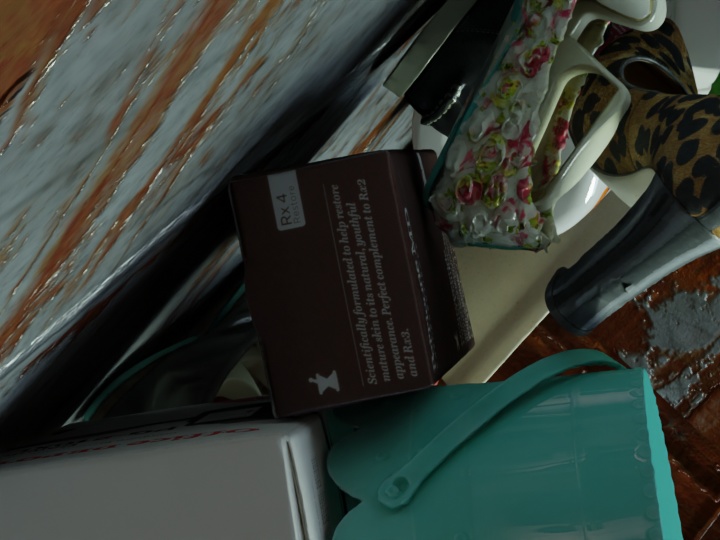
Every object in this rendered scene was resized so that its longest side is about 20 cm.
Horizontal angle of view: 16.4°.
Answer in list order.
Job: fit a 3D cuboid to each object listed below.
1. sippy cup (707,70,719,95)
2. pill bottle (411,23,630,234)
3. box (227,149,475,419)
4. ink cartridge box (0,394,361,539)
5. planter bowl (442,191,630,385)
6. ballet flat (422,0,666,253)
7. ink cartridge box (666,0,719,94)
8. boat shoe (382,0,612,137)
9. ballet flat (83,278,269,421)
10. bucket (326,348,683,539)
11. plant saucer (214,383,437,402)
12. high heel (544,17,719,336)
[{"bbox_3d":[0.247,-0.123,1.136,0.130,0.177,0.141,-17,108,-63],"label":"sippy cup"},{"bbox_3d":[0.118,-0.104,1.380,0.113,0.113,0.200,-50,175,37],"label":"pill bottle"},{"bbox_3d":[0.000,0.000,1.092,0.074,0.101,0.200,-11,-178,9],"label":"box"},{"bbox_3d":[-0.077,0.106,1.070,0.144,0.085,0.200,-9,-178,8],"label":"ink cartridge box"},{"bbox_3d":[0.085,-0.031,1.601,0.200,0.135,0.200,-47,177,-3],"label":"planter bowl"},{"bbox_3d":[0.092,-0.097,1.057,0.076,0.064,0.201,7,106,-67],"label":"ballet flat"},{"bbox_3d":[0.192,-0.189,1.273,0.116,0.067,0.201,90,8,-85],"label":"ink cartridge box"},{"bbox_3d":[0.093,-0.134,1.155,0.200,0.068,0.072,-50,177,-24],"label":"boat shoe"},{"bbox_3d":[-0.066,0.053,1.262,0.068,0.068,0.200,-51,175,40],"label":"ballet flat"},{"bbox_3d":[0.072,0.137,1.074,0.134,0.208,0.207,-9,-178,8],"label":"bucket"},{"bbox_3d":[-0.062,0.097,1.309,0.199,0.037,0.200,-15,-170,23],"label":"plant saucer"},{"bbox_3d":[0.151,-0.072,1.075,0.142,0.071,0.201,-40,-158,41],"label":"high heel"}]
